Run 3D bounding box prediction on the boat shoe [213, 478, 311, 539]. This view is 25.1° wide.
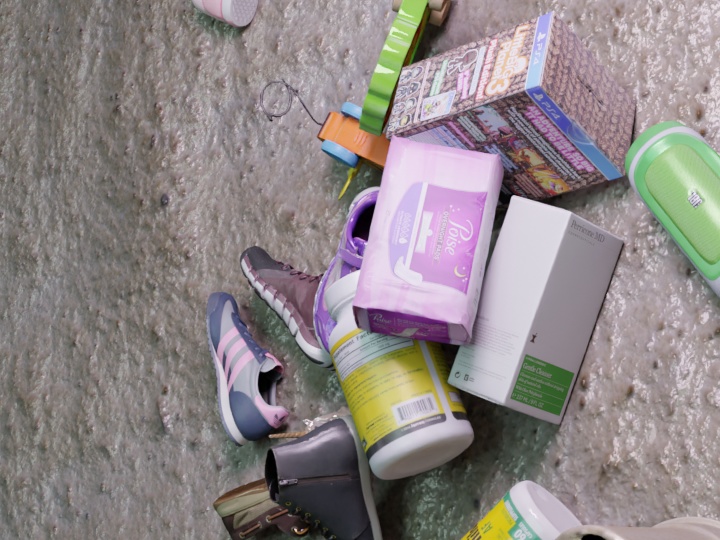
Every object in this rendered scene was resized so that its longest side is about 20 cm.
[{"bbox_3d":[-0.073,0.264,1.822,0.198,0.072,0.073,-20,92,25],"label":"boat shoe"}]

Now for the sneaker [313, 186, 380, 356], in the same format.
[{"bbox_3d":[0.000,0.000,1.783,0.088,0.080,0.202,121,165,-83],"label":"sneaker"}]

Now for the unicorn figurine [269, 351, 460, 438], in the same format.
[{"bbox_3d":[0.022,0.157,1.766,0.200,0.074,0.137,-48,49,-7],"label":"unicorn figurine"}]

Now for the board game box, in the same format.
[{"bbox_3d":[0.155,-0.155,1.673,0.199,0.159,0.098,-15,49,38],"label":"board game box"}]

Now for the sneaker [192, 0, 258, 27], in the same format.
[{"bbox_3d":[-0.169,-0.428,2.144,0.104,0.075,0.202,19,92,40],"label":"sneaker"}]

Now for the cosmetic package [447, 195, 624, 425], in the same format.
[{"bbox_3d":[0.176,0.040,1.633,0.084,0.107,0.202,20,90,44],"label":"cosmetic package"}]

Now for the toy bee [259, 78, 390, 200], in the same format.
[{"bbox_3d":[-0.005,-0.160,1.893,0.131,0.109,0.200,-42,72,5],"label":"toy bee"}]

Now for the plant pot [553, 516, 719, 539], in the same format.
[{"bbox_3d":[0.244,0.304,1.420,0.199,0.183,0.203,-16,65,38],"label":"plant pot"}]

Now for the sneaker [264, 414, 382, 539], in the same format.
[{"bbox_3d":[-0.041,0.257,1.707,0.075,0.105,0.202,-152,49,-63],"label":"sneaker"}]

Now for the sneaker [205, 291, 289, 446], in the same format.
[{"bbox_3d":[-0.131,0.107,1.934,0.081,0.070,0.202,-22,62,16],"label":"sneaker"}]

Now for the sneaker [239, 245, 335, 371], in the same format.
[{"bbox_3d":[-0.051,0.014,1.887,0.116,0.075,0.200,-48,59,12],"label":"sneaker"}]

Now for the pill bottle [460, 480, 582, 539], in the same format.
[{"bbox_3d":[0.127,0.309,1.563,0.200,0.112,0.113,-47,49,11],"label":"pill bottle"}]

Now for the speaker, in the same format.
[{"bbox_3d":[0.332,-0.052,1.536,0.089,0.088,0.201,-48,49,19],"label":"speaker"}]

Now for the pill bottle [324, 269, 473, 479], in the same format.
[{"bbox_3d":[0.033,0.102,1.665,0.112,0.112,0.202,-33,66,30],"label":"pill bottle"}]

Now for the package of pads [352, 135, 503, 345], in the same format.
[{"bbox_3d":[0.070,-0.030,1.617,0.119,0.076,0.202,9,67,9],"label":"package of pads"}]

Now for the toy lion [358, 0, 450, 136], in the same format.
[{"bbox_3d":[0.044,-0.244,1.809,0.068,0.200,0.194,20,93,2],"label":"toy lion"}]
